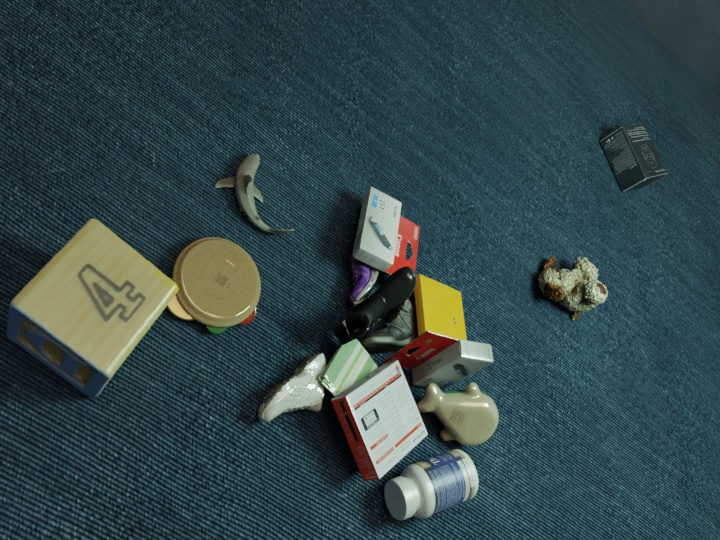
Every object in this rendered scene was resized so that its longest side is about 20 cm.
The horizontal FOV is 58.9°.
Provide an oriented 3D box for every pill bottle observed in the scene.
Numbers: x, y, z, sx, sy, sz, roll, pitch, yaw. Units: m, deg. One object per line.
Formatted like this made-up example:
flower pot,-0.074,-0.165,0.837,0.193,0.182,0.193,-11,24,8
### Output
pill bottle,0.152,0.469,1.385,0.196,0.111,0.114,-7,74,-34

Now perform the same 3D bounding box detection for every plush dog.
plush dog,0.591,0.049,1.838,0.168,0.163,0.201,22,31,-6

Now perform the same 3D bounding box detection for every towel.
towel,0.000,0.259,1.399,0.202,0.023,0.153,54,43,-16

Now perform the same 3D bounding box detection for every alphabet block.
alphabet block,-0.470,0.071,1.119,0.196,0.195,0.202,40,54,-13

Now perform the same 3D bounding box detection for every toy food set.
toy food set,-0.298,0.029,1.331,0.195,0.048,0.204,25,59,-21

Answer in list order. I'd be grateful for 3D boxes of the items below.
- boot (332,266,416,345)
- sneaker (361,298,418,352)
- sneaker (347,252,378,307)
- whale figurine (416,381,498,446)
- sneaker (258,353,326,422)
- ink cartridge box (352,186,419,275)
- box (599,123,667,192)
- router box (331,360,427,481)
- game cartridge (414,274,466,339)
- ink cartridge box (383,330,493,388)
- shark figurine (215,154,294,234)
boot,0.036,0.074,1.403,0.066,0.165,0.199,46,25,9
sneaker,0.075,0.129,1.505,0.196,0.076,0.117,-5,71,-36
sneaker,0.000,0.000,1.524,0.082,0.081,0.203,21,50,-6
whale figurine,0.227,0.323,1.499,0.196,0.162,0.104,23,15,-9
sneaker,-0.124,0.262,1.326,0.199,0.078,0.100,-37,94,-36
ink cartridge box,0.076,-0.083,1.538,0.173,0.045,0.203,26,49,-19
box,0.964,-0.399,2.252,0.146,0.107,0.204,-13,76,-35
router box,0.045,0.316,1.367,0.198,0.048,0.183,-22,90,-50
game cartridge,0.197,0.118,1.566,0.198,0.032,0.181,21,58,-47
ink cartridge box,0.171,0.208,1.441,0.172,0.200,0.046,13,57,-25
shark figurine,-0.239,-0.167,1.427,0.126,0.089,0.219,-17,78,-34
